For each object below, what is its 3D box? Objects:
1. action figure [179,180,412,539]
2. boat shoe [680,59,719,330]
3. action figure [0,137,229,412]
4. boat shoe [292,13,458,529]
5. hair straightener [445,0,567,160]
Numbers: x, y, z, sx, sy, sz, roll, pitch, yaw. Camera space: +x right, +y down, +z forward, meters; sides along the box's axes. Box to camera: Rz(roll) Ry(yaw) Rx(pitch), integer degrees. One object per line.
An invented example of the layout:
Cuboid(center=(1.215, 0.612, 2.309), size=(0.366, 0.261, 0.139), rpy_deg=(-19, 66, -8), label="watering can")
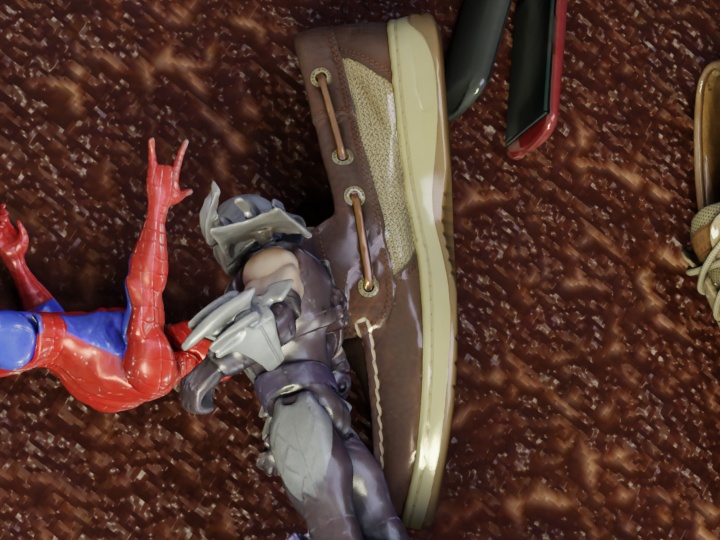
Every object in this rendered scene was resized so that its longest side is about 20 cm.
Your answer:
Cuboid(center=(-0.018, 0.056, 1.000), size=(0.130, 0.069, 0.200), rpy_deg=(33, 33, -65), label="action figure")
Cuboid(center=(0.166, -0.002, 1.204), size=(0.072, 0.076, 0.200), rpy_deg=(16, 54, -21), label="boat shoe")
Cuboid(center=(-0.133, -0.001, 1.021), size=(0.200, 0.065, 0.099), rpy_deg=(8, 75, -28), label="action figure")
Cuboid(center=(0.000, 0.000, 1.111), size=(0.072, 0.072, 0.200), rpy_deg=(-2, 80, 0), label="boat shoe")
Cuboid(center=(0.055, -0.146, 1.211), size=(0.077, 0.041, 0.200), rpy_deg=(23, 60, -22), label="hair straightener")
